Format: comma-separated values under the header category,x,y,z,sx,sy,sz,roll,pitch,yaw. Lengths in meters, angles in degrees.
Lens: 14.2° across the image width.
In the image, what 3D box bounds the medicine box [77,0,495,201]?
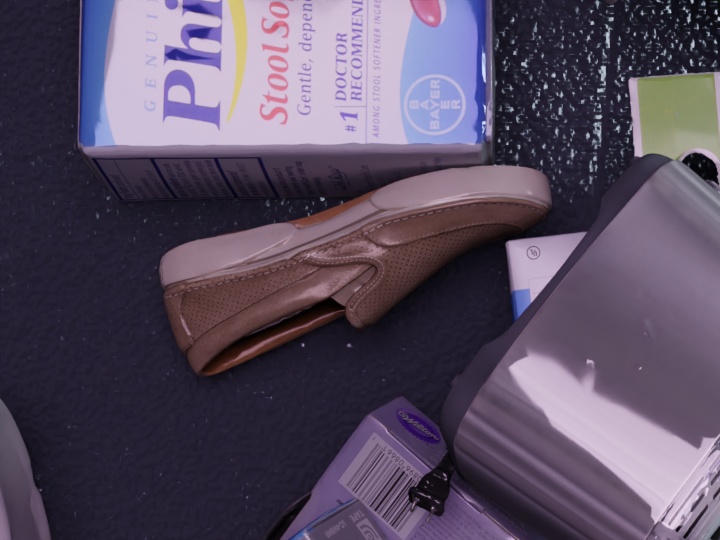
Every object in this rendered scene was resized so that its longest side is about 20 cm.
category,x,y,z,sx,sy,sz,roll,pitch,yaw
medicine box,-0.033,-0.134,1.430,0.199,0.103,0.183,0,79,4

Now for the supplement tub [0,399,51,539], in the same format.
category,x,y,z,sx,sy,sz,roll,pitch,yaw
supplement tub,-0.255,0.140,1.381,0.199,0.132,0.133,-15,78,2

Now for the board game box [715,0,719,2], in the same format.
category,x,y,z,sx,sy,sz,roll,pitch,yaw
board game box,0.221,-0.211,1.336,0.152,0.040,0.201,27,86,19

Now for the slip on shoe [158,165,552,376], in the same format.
category,x,y,z,sx,sy,sz,roll,pitch,yaw
slip on shoe,0.000,0.000,1.412,0.199,0.076,0.061,-14,74,7

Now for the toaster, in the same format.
category,x,y,z,sx,sy,sz,roll,pitch,yaw
toaster,0.126,0.058,1.269,0.129,0.114,0.200,35,77,21

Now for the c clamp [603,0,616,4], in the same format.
category,x,y,z,sx,sy,sz,roll,pitch,yaw
c clamp,0.185,-0.229,1.417,0.200,0.027,0.171,-35,36,15

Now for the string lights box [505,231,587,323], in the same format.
category,x,y,z,sx,sy,sz,roll,pitch,yaw
string lights box,0.131,0.083,1.396,0.102,0.059,0.201,-6,79,4

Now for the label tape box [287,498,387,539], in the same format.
category,x,y,z,sx,sy,sz,roll,pitch,yaw
label tape box,-0.008,0.227,1.313,0.143,0.066,0.201,-37,83,25

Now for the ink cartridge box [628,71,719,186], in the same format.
category,x,y,z,sx,sy,sz,roll,pitch,yaw
ink cartridge box,0.230,-0.023,1.391,0.199,0.076,0.149,-3,78,-1

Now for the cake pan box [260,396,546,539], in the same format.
category,x,y,z,sx,sy,sz,roll,pitch,yaw
cake pan box,0.029,0.187,1.352,0.200,0.052,0.185,39,109,11
